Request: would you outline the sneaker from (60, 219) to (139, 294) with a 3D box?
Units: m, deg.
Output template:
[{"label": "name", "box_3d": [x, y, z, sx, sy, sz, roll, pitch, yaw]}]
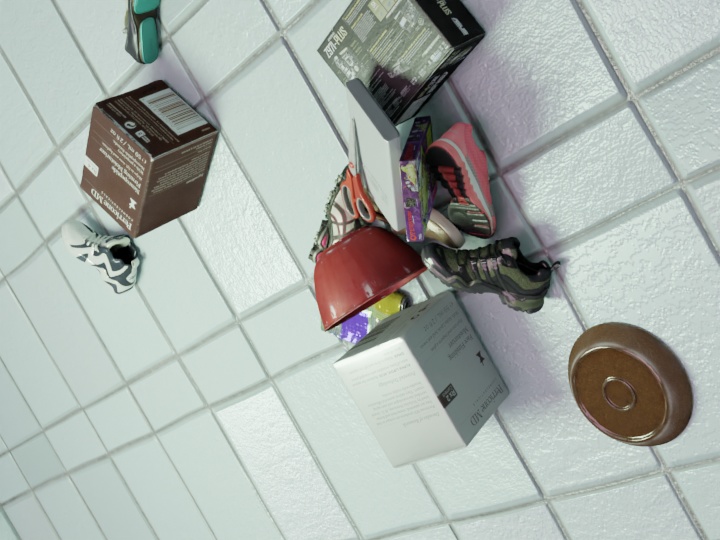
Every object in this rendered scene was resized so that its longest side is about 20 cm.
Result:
[{"label": "sneaker", "box_3d": [-0.532, -0.056, 2.285, 0.199, 0.079, 0.130, 49, 135, 9]}]

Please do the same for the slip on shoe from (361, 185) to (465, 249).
[{"label": "slip on shoe", "box_3d": [0.074, -0.078, 1.702, 0.199, 0.061, 0.076, 35, 172, 26]}]

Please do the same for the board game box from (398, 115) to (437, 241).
[{"label": "board game box", "box_3d": [0.085, -0.136, 1.589, 0.032, 0.200, 0.121, -6, 113, 13]}]

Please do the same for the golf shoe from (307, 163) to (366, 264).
[{"label": "golf shoe", "box_3d": [-0.020, -0.089, 1.813, 0.087, 0.077, 0.201, 20, 127, 2]}]

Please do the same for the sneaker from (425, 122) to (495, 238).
[{"label": "sneaker", "box_3d": [0.166, -0.130, 1.606, 0.073, 0.087, 0.201, 14, 146, 38]}]

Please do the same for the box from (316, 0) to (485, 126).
[{"label": "box", "box_3d": [0.055, -0.327, 1.581, 0.164, 0.086, 0.200, 51, 137, 7]}]

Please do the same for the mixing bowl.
[{"label": "mixing bowl", "box_3d": [0.000, 0.000, 1.738, 0.200, 0.200, 0.109, -37, 84, 47]}]

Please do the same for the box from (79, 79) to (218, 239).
[{"label": "box", "box_3d": [-0.386, -0.203, 2.003, 0.166, 0.164, 0.201, 41, 135, 18]}]

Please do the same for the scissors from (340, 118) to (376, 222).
[{"label": "scissors", "box_3d": [-0.016, -0.154, 1.669, 0.073, 0.014, 0.201, 32, 148, 42]}]

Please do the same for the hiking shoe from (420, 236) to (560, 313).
[{"label": "hiking shoe", "box_3d": [0.190, -0.016, 1.621, 0.198, 0.076, 0.101, 19, 119, -3]}]

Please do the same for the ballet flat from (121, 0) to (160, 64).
[{"label": "ballet flat", "box_3d": [-0.389, -0.459, 1.933, 0.073, 0.073, 0.201, 33, 134, 25]}]

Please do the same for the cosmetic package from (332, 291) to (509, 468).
[{"label": "cosmetic package", "box_3d": [0.098, 0.174, 1.752, 0.164, 0.165, 0.201, -25, 99, 41]}]

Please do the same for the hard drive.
[{"label": "hard drive", "box_3d": [0.025, -0.167, 1.610, 0.132, 0.027, 0.201, 57, 166, 33]}]

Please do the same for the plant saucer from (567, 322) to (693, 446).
[{"label": "plant saucer", "box_3d": [0.383, 0.174, 1.602, 0.199, 0.034, 0.202, 21, 125, 33]}]

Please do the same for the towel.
[{"label": "towel", "box_3d": [0.003, 0.075, 1.905, 0.199, 0.023, 0.145, 23, 128, 32]}]
